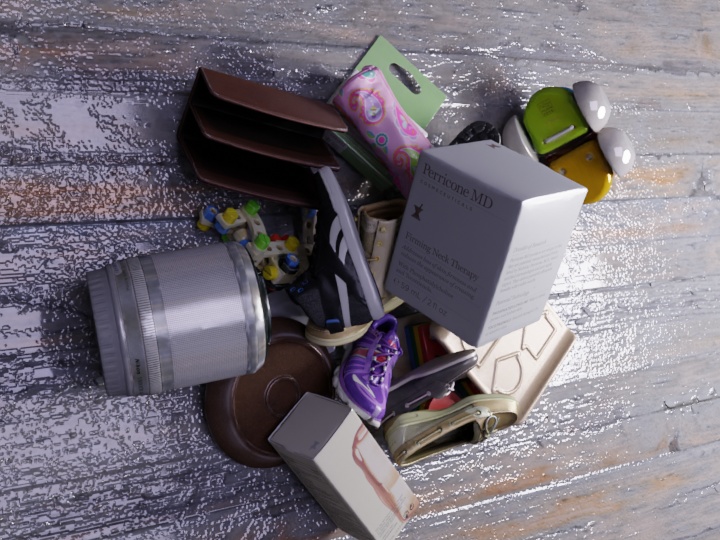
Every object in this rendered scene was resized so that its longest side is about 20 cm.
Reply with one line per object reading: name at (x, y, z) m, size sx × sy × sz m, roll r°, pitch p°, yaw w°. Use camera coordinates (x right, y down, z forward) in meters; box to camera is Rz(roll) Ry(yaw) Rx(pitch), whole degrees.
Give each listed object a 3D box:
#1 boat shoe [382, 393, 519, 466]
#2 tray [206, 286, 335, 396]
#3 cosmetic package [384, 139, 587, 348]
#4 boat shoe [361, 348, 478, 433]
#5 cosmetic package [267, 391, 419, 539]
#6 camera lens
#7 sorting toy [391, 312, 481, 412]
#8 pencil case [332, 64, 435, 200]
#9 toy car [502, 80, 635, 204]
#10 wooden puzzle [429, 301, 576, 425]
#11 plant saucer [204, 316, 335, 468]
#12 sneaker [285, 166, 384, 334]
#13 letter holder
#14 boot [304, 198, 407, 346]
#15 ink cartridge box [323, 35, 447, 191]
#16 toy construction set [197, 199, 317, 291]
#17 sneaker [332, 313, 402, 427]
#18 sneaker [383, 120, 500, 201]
boat shoe at (0.132, 0.221, 1.274) m, size 0.197 × 0.074 × 0.064 m, roll -7°, pitch 45°, yaw -18°
tray at (-0.131, 0.091, 1.246) m, size 0.198 × 0.022 × 0.109 m, roll -21°, pitch 95°, yaw -32°
cosmetic package at (0.160, -0.042, 1.213) m, size 0.165 × 0.166 × 0.203 m, roll -15°, pitch 127°, yaw -46°
boat shoe at (0.082, 0.167, 1.287) m, size 0.058 × 0.198 × 0.067 m, roll 63°, pitch 21°, yaw -3°
cosmetic package at (-0.019, 0.264, 1.222) m, size 0.087 × 0.103 × 0.201 m, roll -49°, pitch 126°, yaw -24°
camera lens at (-0.212, 0.056, 1.101) m, size 0.197 × 0.160 × 0.163 m, roll -10°, pitch 90°, yaw -17°
sorting toy at (0.142, 0.156, 1.381) m, size 0.197 × 0.069 × 0.202 m, roll -11°, pitch 91°, yaw -32°
pencil case at (0.048, -0.184, 1.279) m, size 0.087 × 0.087 × 0.201 m, roll -41°, pitch 94°, yaw -28°
toy car at (0.338, -0.211, 1.507) m, size 0.201 × 0.173 × 0.150 m, roll 57°, pitch 27°, yaw -13°
wooden puzzle at (0.206, 0.094, 1.363) m, size 0.200 × 0.046 × 0.186 m, roll 47°, pitch 63°, yaw -14°
plant saucer at (-0.109, 0.164, 1.226) m, size 0.198 × 0.034 × 0.204 m, roll -5°, pitch 98°, yaw -35°
sneaker at (-0.052, -0.019, 1.164) m, size 0.110 × 0.073 × 0.203 m, roll -20°, pitch 88°, yaw 4°
letter holder at (-0.117, -0.163, 1.194) m, size 0.197 × 0.143 × 0.102 m, roll 11°, pitch 119°, yaw -30°
boot at (0.000, 0.000, 1.242) m, size 0.199 × 0.072 × 0.158 m, roll -30°, pitch 135°, yaw -41°
ink cartridge box at (0.037, -0.238, 1.359) m, size 0.145 × 0.048 × 0.201 m, roll 40°, pitch 68°, yaw -11°
toy construction set at (-0.108, -0.043, 1.239) m, size 0.198 × 0.093 × 0.132 m, roll -15°, pitch 61°, yaw -39°
sneaker at (0.016, 0.123, 1.246) m, size 0.080 × 0.083 × 0.201 m, roll 38°, pitch 28°, yaw -21°
sneaker at (0.126, -0.136, 1.400) m, size 0.198 × 0.088 × 0.076 m, roll -32°, pitch 71°, yaw -6°
